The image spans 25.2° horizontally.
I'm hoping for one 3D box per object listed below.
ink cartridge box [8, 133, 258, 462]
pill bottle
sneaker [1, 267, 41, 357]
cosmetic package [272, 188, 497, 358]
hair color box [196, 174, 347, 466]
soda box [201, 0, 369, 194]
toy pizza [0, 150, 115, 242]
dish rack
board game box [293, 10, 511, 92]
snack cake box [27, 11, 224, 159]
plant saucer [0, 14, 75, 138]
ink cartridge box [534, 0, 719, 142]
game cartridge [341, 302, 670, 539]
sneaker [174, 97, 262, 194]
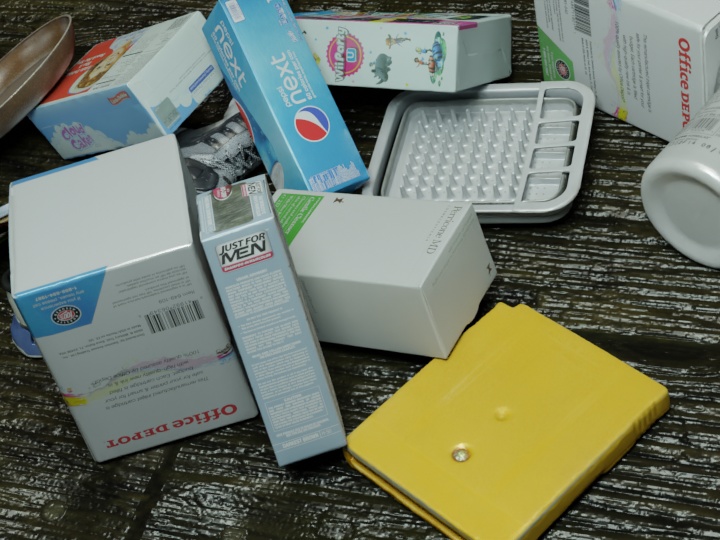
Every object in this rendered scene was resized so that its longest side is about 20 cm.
[{"bbox_3d":[-0.184,0.025,1.320,0.145,0.201,0.147,-16,42,0],"label":"ink cartridge box"},{"bbox_3d":[0.335,-0.105,1.355,0.114,0.115,0.200,25,58,35],"label":"pill bottle"},{"bbox_3d":[-0.231,-0.006,1.426,0.198,0.116,0.081,-23,45,-7],"label":"sneaker"},{"bbox_3d":[0.000,0.000,1.357,0.198,0.085,0.108,4,44,32],"label":"cosmetic package"},{"bbox_3d":[-0.069,0.039,1.257,0.060,0.202,0.099,-17,23,-1],"label":"hair color box"},{"bbox_3d":[-0.069,-0.152,1.459,0.064,0.068,0.202,-22,84,-25],"label":"soda box"},{"bbox_3d":[-0.306,-0.056,1.500,0.199,0.032,0.200,-26,8,4],"label":"toy pizza"},{"bbox_3d":[0.111,-0.101,1.469,0.198,0.044,0.173,1,48,17],"label":"dish rack"},{"bbox_3d":[0.027,-0.212,1.536,0.198,0.065,0.147,5,13,25],"label":"board game box"},{"bbox_3d":[-0.226,-0.177,1.573,0.199,0.067,0.115,-4,40,51],"label":"snack cake box"},{"bbox_3d":[-0.360,-0.182,1.648,0.199,0.032,0.201,-36,25,19],"label":"plant saucer"},{"bbox_3d":[0.258,-0.211,1.460,0.084,0.146,0.199,-39,48,-24],"label":"ink cartridge box"},{"bbox_3d":[0.113,0.122,1.260,0.200,0.033,0.176,-38,48,-24],"label":"game cartridge"},{"bbox_3d":[-0.118,-0.099,1.517,0.198,0.076,0.114,-22,44,4],"label":"sneaker"}]
